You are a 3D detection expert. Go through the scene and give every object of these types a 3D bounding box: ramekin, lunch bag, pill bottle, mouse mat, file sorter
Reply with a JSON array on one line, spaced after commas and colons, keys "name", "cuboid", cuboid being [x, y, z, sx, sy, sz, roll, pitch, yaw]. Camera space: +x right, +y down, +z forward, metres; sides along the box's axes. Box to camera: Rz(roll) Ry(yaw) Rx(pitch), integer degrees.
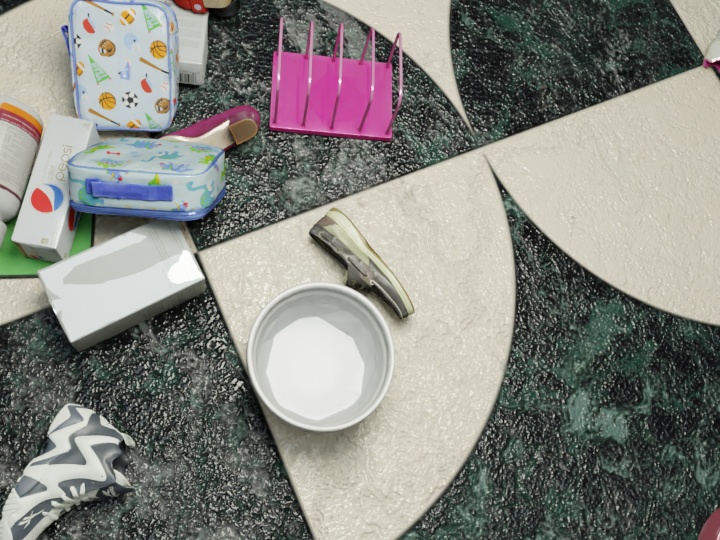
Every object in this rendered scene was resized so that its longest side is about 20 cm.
[{"name": "ramekin", "cuboid": [-0.059, 0.126, 1.047, 0.198, 0.105, 0.202, 3, 72, -10]}, {"name": "lunch bag", "cuboid": [-0.349, -0.306, 1.110, 0.159, 0.076, 0.202, 2, 113, -6]}, {"name": "pill bottle", "cuboid": [-0.519, -0.135, 1.050, 0.109, 0.110, 0.202, 10, 70, -6]}, {"name": "mouse mat", "cuboid": [-0.487, -0.066, 1.095, 0.198, 0.008, 0.162, -1, 72, -9]}, {"name": "lunch bag", "cuboid": [-0.295, -0.127, 1.055, 0.198, 0.161, 0.083, 4, 113, 1]}, {"name": "file sorter", "cuboid": [-0.038, -0.302, 1.187, 0.198, 0.126, 0.140, 4, 71, -9]}]

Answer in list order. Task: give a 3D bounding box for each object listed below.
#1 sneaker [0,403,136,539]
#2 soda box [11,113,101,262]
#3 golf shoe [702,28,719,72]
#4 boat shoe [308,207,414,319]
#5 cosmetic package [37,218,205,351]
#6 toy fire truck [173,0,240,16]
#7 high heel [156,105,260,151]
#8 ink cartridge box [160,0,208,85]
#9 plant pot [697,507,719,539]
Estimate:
[{"name": "sneaker", "cuboid": [-0.359, 0.283, 0.963, 0.129, 0.080, 0.200, 19, 60, 6]}, {"name": "soda box", "cuboid": [-0.431, -0.116, 1.081, 0.063, 0.068, 0.202, 10, 70, -5]}, {"name": "golf shoe", "cuboid": [0.709, -0.351, 1.372, 0.200, 0.075, 0.092, 42, 85, 7]}, {"name": "boat shoe", "cuboid": [0.000, -0.001, 1.129, 0.066, 0.072, 0.201, -37, 81, -8]}, {"name": "cosmetic package", "cuboid": [-0.328, 0.016, 1.055, 0.199, 0.081, 0.114, -25, 81, -15]}, {"name": "toy fire truck", "cuboid": [-0.288, -0.516, 1.217, 0.198, 0.129, 0.177, 5, 59, 7]}, {"name": "high heel", "cuboid": [-0.248, -0.199, 1.170, 0.198, 0.096, 0.068, -16, 115, -1]}, {"name": "ink cartridge box", "cuboid": [-0.325, -0.389, 1.219, 0.161, 0.057, 0.201, 4, 51, -8]}, {"name": "plant pot", "cuboid": [0.594, 0.415, 1.035, 0.198, 0.179, 0.202, 3, 72, -8]}]
